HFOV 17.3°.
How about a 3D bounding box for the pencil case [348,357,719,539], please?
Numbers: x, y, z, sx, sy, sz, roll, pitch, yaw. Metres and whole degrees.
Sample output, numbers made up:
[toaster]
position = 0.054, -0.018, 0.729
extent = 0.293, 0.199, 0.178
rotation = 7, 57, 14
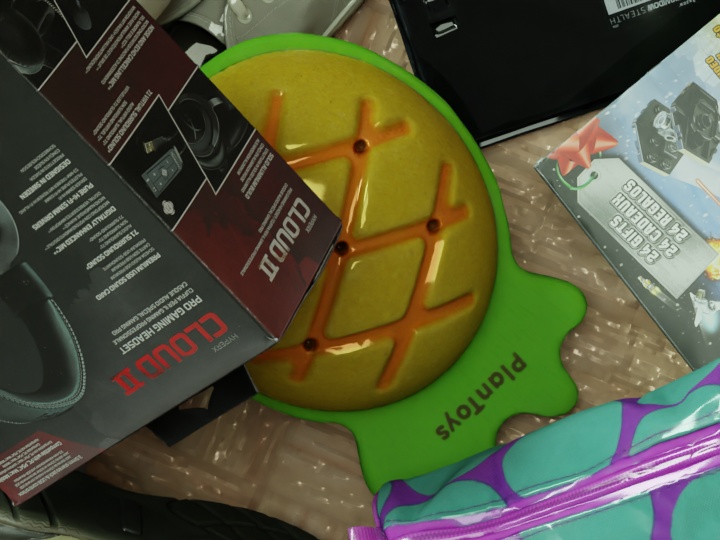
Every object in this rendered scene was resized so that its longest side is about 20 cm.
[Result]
[pencil case]
position = 0.102, 0.081, 0.858
extent = 0.199, 0.092, 0.086
rotation = -25, 64, 23

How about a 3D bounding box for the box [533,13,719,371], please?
[box]
position = 0.180, -0.005, 0.907
extent = 0.137, 0.040, 0.200
rotation = -39, 76, 8

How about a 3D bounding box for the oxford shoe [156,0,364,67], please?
[oxford shoe]
position = -0.042, -0.118, 0.962
extent = 0.075, 0.058, 0.201
rotation = 32, 84, 15

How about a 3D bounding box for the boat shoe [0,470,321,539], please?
[boat shoe]
position = -0.076, 0.130, 0.907
extent = 0.199, 0.076, 0.074
rotation = 18, 105, -7

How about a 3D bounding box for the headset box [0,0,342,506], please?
[headset box]
position = -0.117, -0.020, 0.824
extent = 0.148, 0.077, 0.200
rotation = -31, 108, 36

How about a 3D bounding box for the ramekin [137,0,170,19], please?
[ramekin]
position = -0.164, -0.166, 0.911
extent = 0.198, 0.106, 0.201
rotation = 2, 40, -2

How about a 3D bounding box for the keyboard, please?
[keyboard]
position = 0.110, -0.127, 0.958
extent = 0.199, 0.040, 0.105
rotation = -19, 101, 4

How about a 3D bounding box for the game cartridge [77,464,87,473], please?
[game cartridge]
position = -0.174, 0.045, 0.964
extent = 0.132, 0.040, 0.202
rotation = 1, 80, 13

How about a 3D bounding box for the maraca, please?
[maraca]
position = 0.000, 0.000, 0.913
extent = 0.137, 0.107, 0.200
rotation = -44, 103, 2
